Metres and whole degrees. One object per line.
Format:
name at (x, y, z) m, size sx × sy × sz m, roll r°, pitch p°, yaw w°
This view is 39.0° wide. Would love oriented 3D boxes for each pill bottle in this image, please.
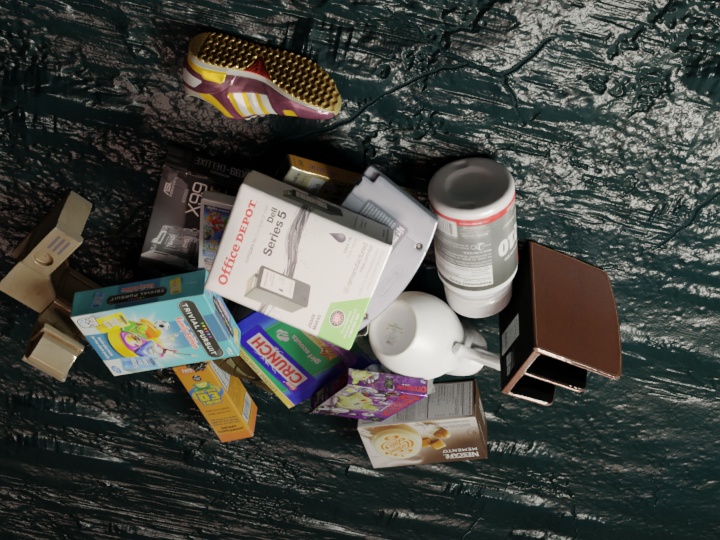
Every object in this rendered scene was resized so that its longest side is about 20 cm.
pill bottle at (0.154, -0.040, 1.366) m, size 0.112 × 0.115 × 0.202 m, roll -3°, pitch 135°, yaw 9°

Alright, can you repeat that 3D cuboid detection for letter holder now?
letter holder at (0.275, 0.081, 1.409) m, size 0.140 × 0.202 × 0.101 m, roll 18°, pitch 134°, yaw -12°

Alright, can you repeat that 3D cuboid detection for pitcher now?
pitcher at (0.117, 0.104, 1.443) m, size 0.170 × 0.123 × 0.199 m, roll 13°, pitch 175°, yaw 36°

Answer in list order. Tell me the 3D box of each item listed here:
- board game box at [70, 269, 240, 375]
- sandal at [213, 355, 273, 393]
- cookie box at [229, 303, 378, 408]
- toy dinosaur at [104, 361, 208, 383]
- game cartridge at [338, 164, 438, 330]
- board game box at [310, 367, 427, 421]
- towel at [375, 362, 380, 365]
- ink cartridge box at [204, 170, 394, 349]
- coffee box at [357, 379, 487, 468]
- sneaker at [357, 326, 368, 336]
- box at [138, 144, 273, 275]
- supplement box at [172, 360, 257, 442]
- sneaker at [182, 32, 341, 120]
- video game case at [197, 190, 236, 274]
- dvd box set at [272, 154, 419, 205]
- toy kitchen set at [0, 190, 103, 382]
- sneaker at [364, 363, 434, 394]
board game box at (-0.289, 0.078, 1.452) m, size 0.197 × 0.047 × 0.152 m, roll -10°, pitch 140°, yaw 10°
sandal at (-0.165, 0.145, 1.632) m, size 0.080 × 0.055 × 0.199 m, roll -13°, pitch 148°, yaw 36°
cookie box at (-0.082, 0.092, 1.529) m, size 0.199 × 0.076 × 0.171 m, roll -30°, pitch 112°, yaw 30°
toy dinosaur at (-0.288, 0.125, 1.559) m, size 0.198 × 0.089 × 0.048 m, roll -30°, pitch 157°, yaw -5°
game cartridge at (0.004, -0.018, 1.309) m, size 0.133 × 0.040 × 0.201 m, roll 38°, pitch 106°, yaw -1°
board game box at (0.008, 0.183, 1.473) m, size 0.118 × 0.033 × 0.200 m, roll 5°, pitch 160°, yaw -16°
towel at (0.035, 0.111, 1.593) m, size 0.143 × 0.024 × 0.200 m, roll -22°, pitch 128°, yaw 25°
ink cartridge box at (-0.075, -0.014, 1.254) m, size 0.198 × 0.084 × 0.147 m, roll 22°, pitch 107°, yaw -3°
coffee box at (0.105, 0.255, 1.685) m, size 0.197 × 0.080 × 0.115 m, roll -7°, pitch 134°, yaw 14°
sneaker at (0.000, 0.000, 1.367) m, size 0.073 × 0.080 × 0.202 m, roll -4°, pitch 124°, yaw -9°
box at (-0.215, -0.067, 1.426) m, size 0.156 × 0.050 × 0.201 m, roll 17°, pitch 133°, yaw -11°
supplement box at (-0.238, 0.195, 1.678) m, size 0.066 × 0.069 × 0.201 m, roll -12°, pitch 130°, yaw 15°
sneaker at (-0.122, -0.222, 1.257) m, size 0.197 × 0.076 × 0.090 m, roll 21°, pitch 142°, yaw -5°
video game case at (-0.147, -0.023, 1.368) m, size 0.141 × 0.018 × 0.201 m, roll 13°, pitch 143°, yaw -2°
dvd box set at (-0.039, -0.075, 1.372) m, size 0.198 × 0.030 × 0.147 m, roll 12°, pitch 135°, yaw -28°
toy kitchen set at (-0.404, 0.039, 1.474) m, size 0.199 × 0.165 × 0.180 m, roll 35°, pitch 128°, yaw -26°
sneaker at (0.024, 0.192, 1.603) m, size 0.197 × 0.075 × 0.083 m, roll -11°, pitch 128°, yaw 14°
